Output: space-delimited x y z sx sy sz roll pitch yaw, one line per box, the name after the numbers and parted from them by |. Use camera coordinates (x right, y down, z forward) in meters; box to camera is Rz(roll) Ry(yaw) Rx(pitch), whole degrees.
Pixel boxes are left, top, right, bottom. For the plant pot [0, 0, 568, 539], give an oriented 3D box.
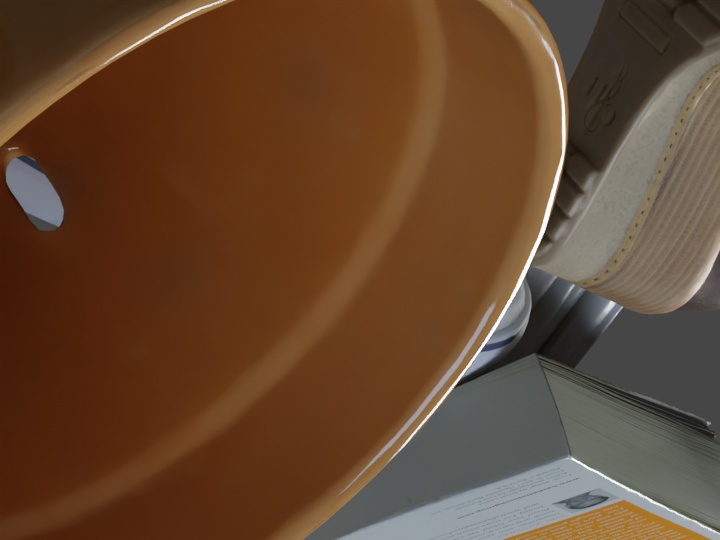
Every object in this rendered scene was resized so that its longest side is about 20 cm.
-0.074 -0.027 0.597 0.200 0.140 0.200 -29 146 -21 | plant pot

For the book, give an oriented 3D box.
0.034 0.081 0.869 0.134 0.048 0.200 -22 162 17 | book

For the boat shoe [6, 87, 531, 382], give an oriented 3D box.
-0.026 -0.033 0.741 0.200 0.071 0.070 27 127 -22 | boat shoe

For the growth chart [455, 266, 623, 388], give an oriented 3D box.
0.000 0.000 0.844 0.200 0.018 0.145 20 130 -33 | growth chart

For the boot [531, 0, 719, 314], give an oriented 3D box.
0.145 -0.066 0.794 0.166 0.072 0.200 5 133 -42 | boot
